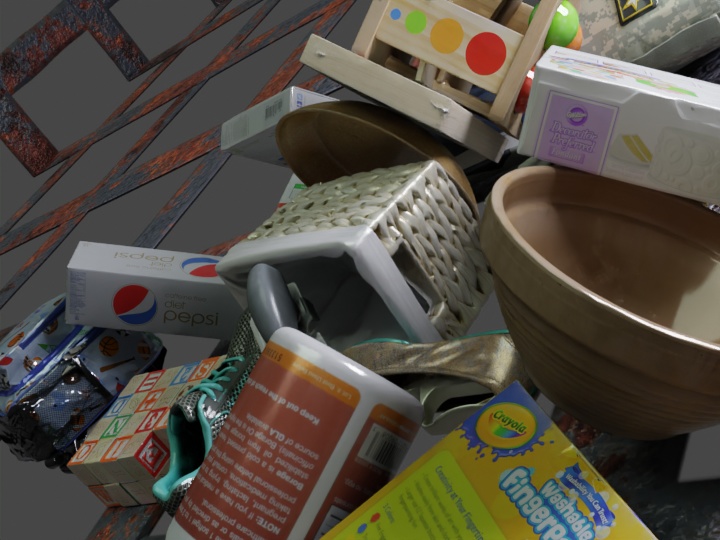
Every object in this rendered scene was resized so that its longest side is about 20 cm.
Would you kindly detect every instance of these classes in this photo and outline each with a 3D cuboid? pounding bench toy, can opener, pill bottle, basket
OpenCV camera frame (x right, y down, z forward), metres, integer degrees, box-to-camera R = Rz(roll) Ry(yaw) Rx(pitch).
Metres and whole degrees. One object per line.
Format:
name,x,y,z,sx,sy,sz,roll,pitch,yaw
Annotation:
pounding bench toy,0.115,-0.231,0.880,0.202,0.155,0.124,-65,-14,7
can opener,-0.041,0.085,0.773,0.053,0.066,0.201,-41,53,17
pill bottle,-0.051,0.147,0.662,0.202,0.112,0.112,-61,26,-6
basket,0.000,0.000,0.880,0.199,0.136,0.124,-7,35,50

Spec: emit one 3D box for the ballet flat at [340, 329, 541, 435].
ballet flat,0.044,0.083,0.748,0.199,0.068,0.068,-14,46,47

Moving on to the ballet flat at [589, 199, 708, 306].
ballet flat,0.190,-0.026,0.728,0.068,0.063,0.201,-17,30,44

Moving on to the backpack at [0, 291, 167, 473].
backpack,-0.312,0.108,1.151,0.190,0.155,0.199,-38,16,-29

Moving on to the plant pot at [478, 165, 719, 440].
plant pot,0.152,0.027,0.593,0.202,0.198,0.094,-87,12,-62

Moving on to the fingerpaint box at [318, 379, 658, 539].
fingerpaint box,0.068,0.169,0.528,0.166,0.074,0.200,-39,23,0

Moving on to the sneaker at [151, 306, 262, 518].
sneaker,-0.103,0.107,0.818,0.077,0.091,0.202,-20,49,38

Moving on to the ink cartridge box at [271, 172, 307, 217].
ink cartridge box,-0.057,-0.020,1.038,0.050,0.110,0.201,9,36,6

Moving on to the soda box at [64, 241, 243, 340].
soda box,-0.193,0.021,1.078,0.197,0.065,0.068,7,24,-6

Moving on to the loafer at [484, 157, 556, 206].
loafer,0.183,-0.081,0.863,0.199,0.063,0.072,-34,-10,-31

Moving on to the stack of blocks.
stack of blocks,-0.162,0.143,0.953,0.198,0.059,0.116,-16,31,43

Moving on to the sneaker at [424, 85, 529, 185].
sneaker,0.064,-0.146,1.038,0.200,0.148,0.077,-23,-11,21

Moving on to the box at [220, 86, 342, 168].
box,-0.027,-0.135,1.117,0.144,0.198,0.037,-13,70,53

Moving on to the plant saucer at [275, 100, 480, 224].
plant saucer,0.020,-0.088,0.923,0.199,0.200,0.036,-2,54,55

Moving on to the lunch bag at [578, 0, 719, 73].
lunch bag,0.264,-0.235,0.943,0.163,0.118,0.201,-26,23,34

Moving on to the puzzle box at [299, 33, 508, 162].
puzzle box,0.044,-0.140,0.897,0.026,0.132,0.200,-63,-18,7

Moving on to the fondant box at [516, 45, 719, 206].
fondant box,0.186,-0.102,0.714,0.200,0.142,0.059,-47,-28,-71
